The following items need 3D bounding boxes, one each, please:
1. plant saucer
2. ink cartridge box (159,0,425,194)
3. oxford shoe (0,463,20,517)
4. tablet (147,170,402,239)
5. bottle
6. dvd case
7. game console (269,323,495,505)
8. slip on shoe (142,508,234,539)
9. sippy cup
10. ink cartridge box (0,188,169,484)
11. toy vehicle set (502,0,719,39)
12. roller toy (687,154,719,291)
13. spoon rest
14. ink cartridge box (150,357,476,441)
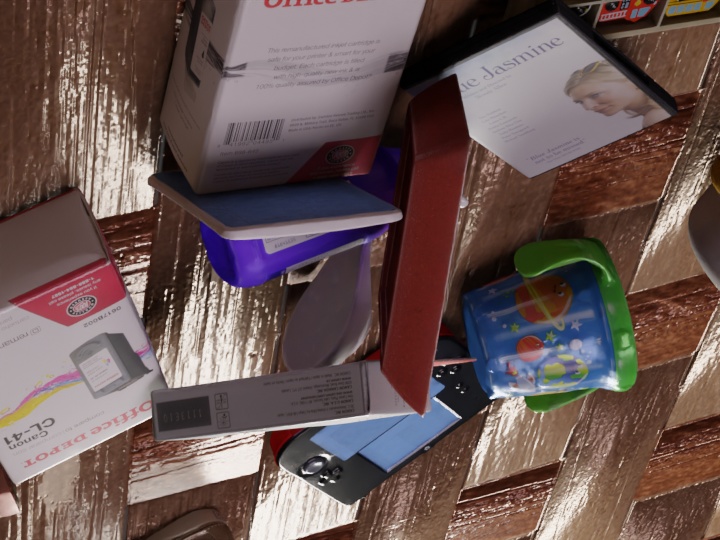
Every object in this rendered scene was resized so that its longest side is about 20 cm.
[{"bbox_3d":[0.041,-0.025,1.395,0.036,0.200,0.201,7,109,-3],"label":"plant saucer"},{"bbox_3d":[-0.046,-0.159,1.344,0.145,0.085,0.201,-8,140,-27],"label":"ink cartridge box"},{"bbox_3d":[-0.326,0.148,1.525,0.073,0.071,0.201,-21,143,-6],"label":"oxford shoe"},{"bbox_3d":[-0.064,-0.051,1.376,0.129,0.200,0.014,-7,106,-20],"label":"tablet"},{"bbox_3d":[-0.020,-0.048,1.492,0.199,0.083,0.066,-21,106,-18],"label":"bottle"},{"bbox_3d":[0.141,-0.137,1.515,0.142,0.018,0.200,-23,149,28],"label":"dvd case"},{"bbox_3d":[0.027,0.135,1.788,0.200,0.031,0.177,-36,143,9],"label":"game console"},{"bbox_3d":[-0.204,0.293,1.787,0.199,0.061,0.076,-27,144,-5],"label":"slip on shoe"},{"bbox_3d":[0.161,0.052,1.710,0.129,0.140,0.179,-14,103,-4],"label":"sippy cup"},{"bbox_3d":[-0.237,0.052,1.459,0.147,0.086,0.200,-26,142,-7],"label":"ink cartridge box"},{"bbox_3d":[0.211,-0.234,1.482,0.199,0.027,0.125,-11,140,-24],"label":"toy vehicle set"},{"bbox_3d":[0.393,-0.038,1.712,0.140,0.200,0.182,-53,173,29],"label":"roller toy"},{"bbox_3d":[0.000,0.000,1.574,0.061,0.099,0.200,37,95,-27],"label":"spoon rest"},{"bbox_3d":[-0.033,0.099,1.502,0.199,0.044,0.173,-10,172,31],"label":"ink cartridge box"}]
